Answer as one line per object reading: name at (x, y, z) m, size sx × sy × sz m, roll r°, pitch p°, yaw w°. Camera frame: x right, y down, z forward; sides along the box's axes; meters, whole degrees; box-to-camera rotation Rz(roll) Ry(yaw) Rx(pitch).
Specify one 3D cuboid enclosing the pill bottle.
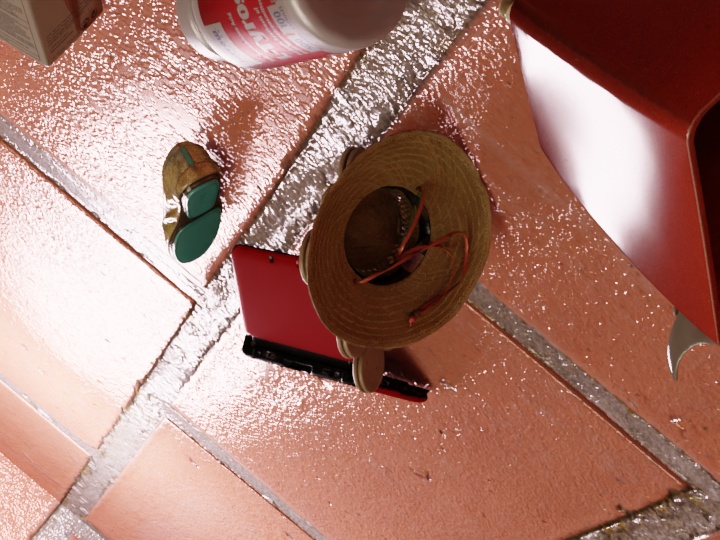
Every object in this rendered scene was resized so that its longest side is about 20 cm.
pill bottle at (-0.059, -0.213, 1.358) m, size 0.112 × 0.112 × 0.199 m, roll 49°, pitch 155°, yaw -22°

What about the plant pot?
plant pot at (0.204, -0.116, 1.064) m, size 0.176 × 0.200 × 0.201 m, roll 35°, pitch 159°, yaw 37°

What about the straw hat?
straw hat at (0.011, -0.035, 1.502) m, size 0.085 × 0.201 × 0.202 m, roll 30°, pitch 158°, yaw 47°

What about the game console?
game console at (-0.033, 0.057, 1.928) m, size 0.172 × 0.120 × 0.199 m, roll 17°, pitch 176°, yaw -42°

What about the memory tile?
memory tile at (0.000, 0.000, 1.611) m, size 0.017 × 0.154 × 0.201 m, roll 3°, pitch 140°, yaw 26°

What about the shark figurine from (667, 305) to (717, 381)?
shark figurine at (0.255, -0.012, 1.272) m, size 0.089 × 0.215 × 0.129 m, roll -12°, pitch 101°, yaw 14°

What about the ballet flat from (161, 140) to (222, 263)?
ballet flat at (-0.180, -0.075, 1.862) m, size 0.070 × 0.071 × 0.200 m, roll 36°, pitch 157°, yaw 8°

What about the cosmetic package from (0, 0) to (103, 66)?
cosmetic package at (-0.311, -0.293, 1.621) m, size 0.103 × 0.087 × 0.200 m, roll 33°, pitch 157°, yaw 17°

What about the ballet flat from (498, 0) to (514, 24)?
ballet flat at (0.121, -0.201, 1.165) m, size 0.069 × 0.071 × 0.201 m, roll 27°, pitch 154°, yaw 24°
